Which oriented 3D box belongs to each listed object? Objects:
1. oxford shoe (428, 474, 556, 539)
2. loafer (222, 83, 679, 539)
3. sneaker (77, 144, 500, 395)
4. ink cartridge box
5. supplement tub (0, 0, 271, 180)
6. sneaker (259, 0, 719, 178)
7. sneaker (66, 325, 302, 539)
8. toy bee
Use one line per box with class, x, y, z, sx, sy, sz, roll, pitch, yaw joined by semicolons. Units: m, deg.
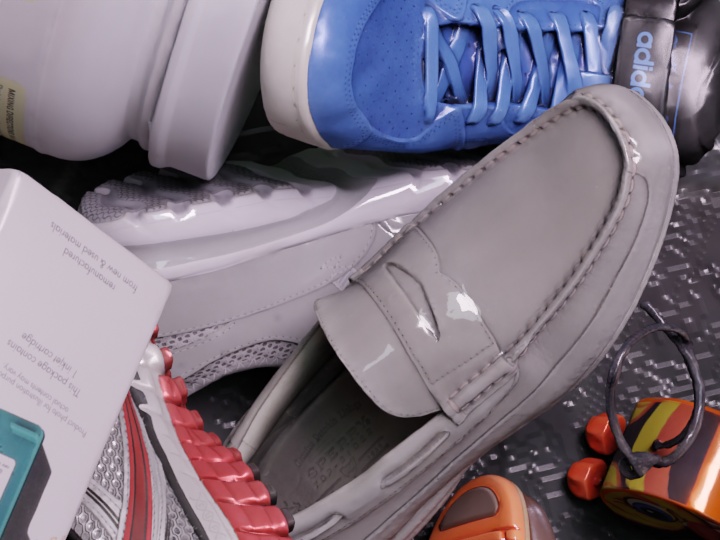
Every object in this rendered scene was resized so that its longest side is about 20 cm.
oxford shoe;0.060;0.166;0.795;0.073;0.071;0.201;4;76;-33
loafer;0.021;0.024;0.760;0.070;0.200;0.070;8;36;-48
sneaker;0.000;0.000;0.838;0.199;0.075;0.082;-8;109;-22
ink cartridge box;-0.145;0.074;0.681;0.067;0.116;0.201;39;64;-39
supplement tub;-0.118;-0.121;0.781;0.199;0.145;0.146;21;67;1
sneaker;0.058;-0.069;0.794;0.111;0.200;0.077;14;101;27
sneaker;-0.090;0.056;0.742;0.082;0.078;0.200;-19;45;-24
toy bee;0.128;0.070;0.828;0.131;0.109;0.200;-45;114;-25
